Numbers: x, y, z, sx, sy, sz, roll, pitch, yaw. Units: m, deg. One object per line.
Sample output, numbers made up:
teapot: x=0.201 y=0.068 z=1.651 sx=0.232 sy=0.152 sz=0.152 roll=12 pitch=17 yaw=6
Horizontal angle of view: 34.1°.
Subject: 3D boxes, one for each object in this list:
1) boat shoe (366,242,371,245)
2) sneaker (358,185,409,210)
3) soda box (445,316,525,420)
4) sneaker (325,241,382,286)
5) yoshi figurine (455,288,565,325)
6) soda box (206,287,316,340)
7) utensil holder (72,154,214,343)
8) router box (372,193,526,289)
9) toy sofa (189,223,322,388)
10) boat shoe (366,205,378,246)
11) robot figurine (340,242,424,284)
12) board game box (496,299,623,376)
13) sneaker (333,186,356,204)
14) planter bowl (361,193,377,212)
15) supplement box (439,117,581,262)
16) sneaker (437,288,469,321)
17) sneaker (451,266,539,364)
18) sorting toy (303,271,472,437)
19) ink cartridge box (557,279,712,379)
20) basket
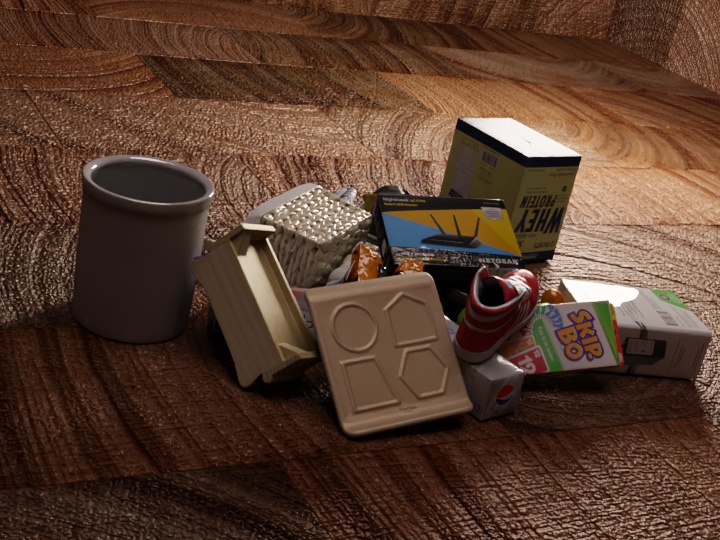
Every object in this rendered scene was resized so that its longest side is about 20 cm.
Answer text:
boat shoe: x=0.055 y=-0.005 z=1.837 sx=0.074 sy=0.065 sz=0.202 roll=-6 pitch=28 yaw=-38
sneaker: x=0.099 y=-0.107 z=2.087 sx=0.199 sy=0.071 sz=0.099 roll=11 pitch=27 yaw=6
soda box: x=0.126 y=0.122 z=1.584 sx=0.068 sy=0.064 sz=0.200 roll=-8 pitch=31 yaw=-38
sneaker: x=0.000 y=0.000 z=1.708 sx=0.076 sy=0.081 sz=0.200 roll=17 pitch=3 yaw=7
yoshi figurine: x=0.211 y=0.074 z=1.702 sx=0.112 sy=0.113 sz=0.199 roll=11 pitch=20 yaw=38
soda box: x=-0.105 y=0.056 z=1.592 sx=0.199 sy=0.069 sz=0.064 roll=7 pitch=1 yaw=-14
utensil holder: x=-0.289 y=-0.028 z=1.540 sx=0.169 sy=0.201 sz=0.170 roll=10 pitch=22 yaw=-4
router box: x=0.125 y=-0.042 z=1.706 sx=0.199 sy=0.051 sz=0.150 roll=2 pitch=45 yaw=-15
toy sofa: x=-0.129 y=0.047 z=1.498 sx=0.083 sy=0.097 sz=0.201 roll=1 pitch=61 yaw=-62
boat shoe: x=0.083 y=-0.050 z=1.793 sx=0.199 sy=0.063 sz=0.074 roll=24 pitch=10 yaw=35
robot figurine: x=0.027 y=0.070 z=1.549 sx=0.144 sy=0.058 sz=0.201 roll=17 pitch=61 yaw=-17
board game box: x=0.280 y=0.095 z=1.640 sx=0.199 sy=0.096 sz=0.030 roll=-3 pitch=-12 yaw=-22
sneaker: x=-0.073 y=-0.100 z=1.976 sx=0.114 sy=0.076 sz=0.200 roll=15 pitch=26 yaw=-1
planter bowl: x=0.089 y=-0.061 z=1.924 sx=0.199 sy=0.084 sz=0.200 roll=14 pitch=-4 yaw=1
supplement box: x=0.258 y=-0.145 z=2.091 sx=0.134 sy=0.201 sz=0.200 roll=-5 pitch=28 yaw=-35
sneaker: x=0.178 y=0.037 z=1.777 sx=0.199 sy=0.079 sz=0.076 roll=3 pitch=53 yaw=-42
sneaker: x=0.193 y=0.029 z=1.549 sx=0.071 sy=0.113 sz=0.200 roll=28 pitch=43 yaw=17
sorting toy: x=0.033 y=0.104 z=1.484 sx=0.184 sy=0.036 sz=0.201 roll=-8 pitch=69 yaw=-27
ink cartridge box: x=0.404 y=0.088 z=1.780 sx=0.199 sy=0.085 sz=0.146 roll=6 pitch=25 yaw=-15
basket: x=-0.083 y=-0.032 z=1.746 sx=0.123 sy=0.136 sz=0.200 roll=25 pitch=25 yaw=18
